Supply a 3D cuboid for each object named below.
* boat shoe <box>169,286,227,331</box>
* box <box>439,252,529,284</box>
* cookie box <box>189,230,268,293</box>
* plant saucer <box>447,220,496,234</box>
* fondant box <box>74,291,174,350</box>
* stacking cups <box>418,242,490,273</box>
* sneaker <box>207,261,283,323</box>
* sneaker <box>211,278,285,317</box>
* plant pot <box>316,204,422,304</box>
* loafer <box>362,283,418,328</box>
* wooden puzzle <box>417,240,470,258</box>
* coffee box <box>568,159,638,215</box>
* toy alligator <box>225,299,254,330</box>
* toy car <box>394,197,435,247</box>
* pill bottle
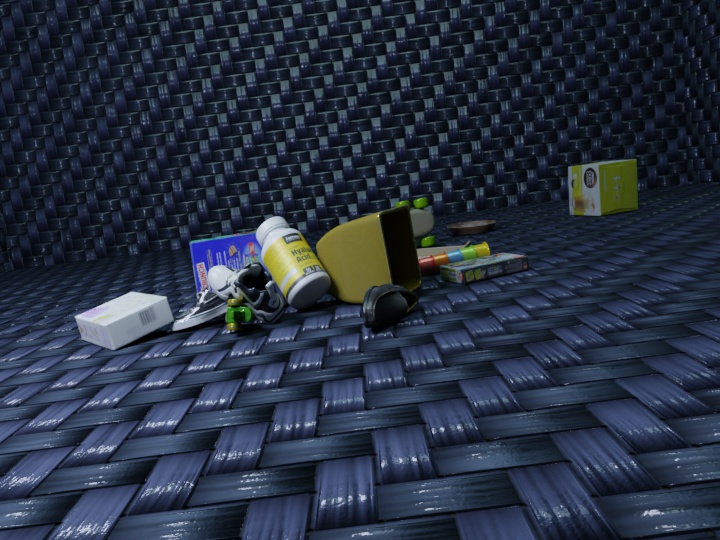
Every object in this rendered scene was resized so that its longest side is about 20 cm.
[{"bbox_3d":[-0.336,0.070,1.362,0.195,0.070,0.072,-24,7,-16],"label":"boat shoe"},{"bbox_3d":[0.307,-0.007,1.522,0.194,0.036,0.109,-11,10,-24],"label":"box"},{"bbox_3d":[-0.325,-0.002,1.563,0.194,0.177,0.075,-9,6,-18],"label":"cookie box"},{"bbox_3d":[0.446,-0.171,2.459,0.193,0.036,0.200,-8,10,1],"label":"plant saucer"},{"bbox_3d":[-0.516,0.105,1.337,0.142,0.060,0.197,-28,19,-38],"label":"fondant box"},{"bbox_3d":[0.248,-0.033,1.649,0.193,0.063,0.060,-8,9,-8],"label":"stacking cups"},{"bbox_3d":[-0.247,0.016,1.286,0.197,0.132,0.079,35,56,25],"label":"sneaker"},{"bbox_3d":[-0.277,0.053,1.471,0.193,0.083,0.115,-9,11,-3],"label":"sneaker"},{"bbox_3d":[0.011,-0.029,1.429,0.194,0.201,0.194,-8,7,27],"label":"plant pot"},{"bbox_3d":[0.057,0.063,1.173,0.070,0.075,0.199,1,12,20],"label":"loafer"},{"bbox_3d":[0.228,-0.045,1.851,0.194,0.039,0.185,-9,8,21],"label":"wooden puzzle"},{"bbox_3d":[0.996,-0.341,2.529,0.194,0.207,0.197,-9,9,-17],"label":"coffee box"},{"bbox_3d":[-0.249,0.093,1.268,0.052,0.062,0.200,2,-6,-14],"label":"toy alligator"},{"bbox_3d":[0.162,-0.155,2.217,0.153,0.170,0.199,-11,0,-26],"label":"toy car"},{"bbox_3d":[-0.160,-0.022,1.407,0.109,0.202,0.112,-29,-25,-16],"label":"pill bottle"}]
